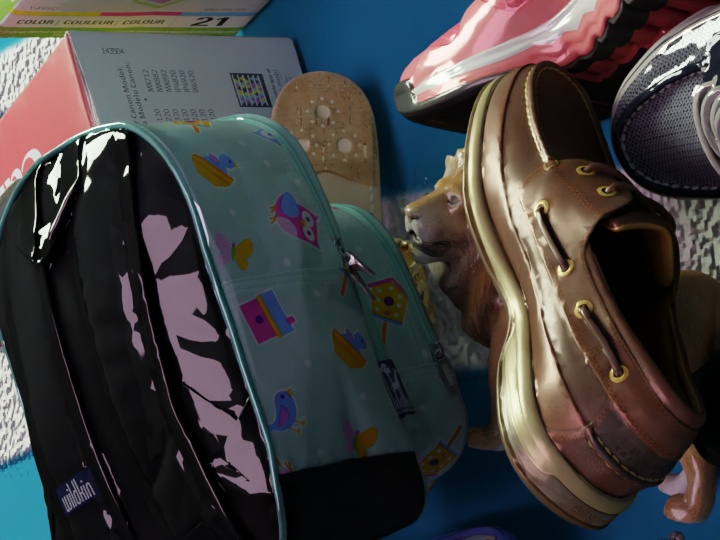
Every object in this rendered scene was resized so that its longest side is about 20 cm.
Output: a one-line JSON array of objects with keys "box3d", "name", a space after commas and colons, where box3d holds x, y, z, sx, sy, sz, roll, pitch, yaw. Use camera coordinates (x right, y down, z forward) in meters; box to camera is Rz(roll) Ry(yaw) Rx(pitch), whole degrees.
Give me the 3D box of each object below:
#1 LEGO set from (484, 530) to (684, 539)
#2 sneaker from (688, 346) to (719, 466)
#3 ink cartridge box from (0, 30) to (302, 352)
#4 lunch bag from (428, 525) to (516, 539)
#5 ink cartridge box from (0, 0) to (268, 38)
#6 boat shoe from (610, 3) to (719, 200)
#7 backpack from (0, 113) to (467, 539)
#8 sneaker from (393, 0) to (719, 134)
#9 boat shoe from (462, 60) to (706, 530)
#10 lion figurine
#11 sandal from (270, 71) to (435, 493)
[{"box3d": [0.093, 0.132, 0.790, 0.154, 0.199, 0.116, 46, 120, 59], "name": "LEGO set"}, {"box3d": [0.184, 0.026, 0.728, 0.200, 0.098, 0.071, -32, 64, 49], "name": "sneaker"}, {"box3d": [-0.142, -0.036, 1.111, 0.200, 0.175, 0.084, -41, 60, 47], "name": "ink cartridge box"}, {"box3d": [0.000, 0.189, 0.961, 0.200, 0.076, 0.160, -21, 30, 51], "name": "lunch bag"}, {"box3d": [-0.081, -0.190, 1.039, 0.200, 0.147, 0.076, -36, 66, 49], "name": "ink cartridge box"}, {"box3d": [0.141, -0.057, 0.770, 0.200, 0.093, 0.075, -25, 99, 52], "name": "boat shoe"}, {"box3d": [-0.063, 0.035, 0.911, 0.176, 0.153, 0.201, -34, 78, 48], "name": "backpack"}, {"box3d": [0.090, -0.117, 0.890, 0.200, 0.074, 0.087, -27, 60, 44], "name": "sneaker"}, {"box3d": [0.087, -0.003, 0.797, 0.068, 0.072, 0.201, -37, 41, 31], "name": "boat shoe"}, {"box3d": [0.100, 0.023, 0.882, 0.200, 0.072, 0.123, 16, 97, 38], "name": "lion figurine"}, {"box3d": [-0.006, 0.001, 0.994, 0.070, 0.077, 0.212, 111, 151, -70], "name": "sandal"}]
